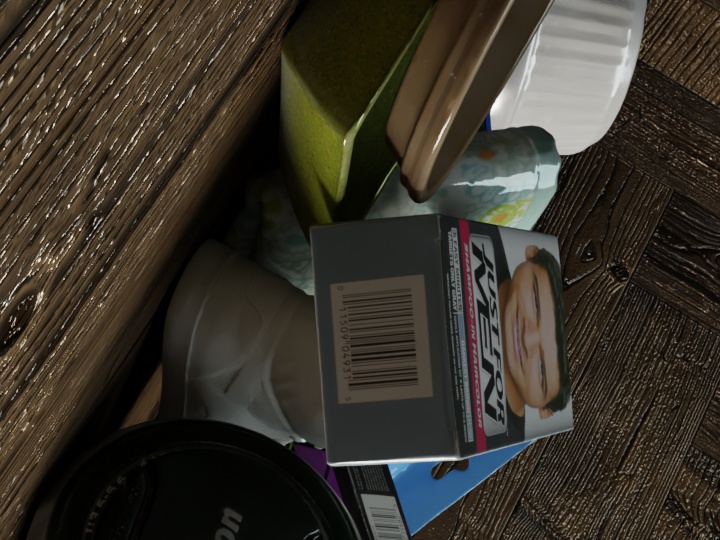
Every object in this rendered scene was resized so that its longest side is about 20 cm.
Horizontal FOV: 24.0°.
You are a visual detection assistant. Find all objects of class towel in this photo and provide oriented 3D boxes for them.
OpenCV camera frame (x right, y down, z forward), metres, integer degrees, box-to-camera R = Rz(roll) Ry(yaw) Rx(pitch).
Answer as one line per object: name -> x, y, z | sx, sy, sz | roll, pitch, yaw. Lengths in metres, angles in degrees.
towel -> 0.000, 0.000, 0.910 | 0.170, 0.048, 0.200 | -15, 154, -28

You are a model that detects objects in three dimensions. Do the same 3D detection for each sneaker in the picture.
sneaker -> -0.036, 0.075, 0.840 | 0.200, 0.115, 0.074 | 98, 17, -57

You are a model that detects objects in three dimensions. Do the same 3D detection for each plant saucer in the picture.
plant saucer -> 0.020, -0.115, 0.734 | 0.201, 0.048, 0.200 | -59, 175, -15
plant saucer -> 0.063, -0.120, 0.698 | 0.201, 0.029, 0.200 | -60, 176, -7

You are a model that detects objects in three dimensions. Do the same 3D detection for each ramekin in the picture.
ramekin -> 0.125, -0.171, 1.152 | 0.202, 0.094, 0.204 | -172, -90, -80

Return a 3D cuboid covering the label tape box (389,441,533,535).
label tape box -> 0.029, 0.062, 1.177 | 0.144, 0.200, 0.063 | -35, 172, -18

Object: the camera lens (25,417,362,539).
camera lens -> -0.092, 0.176, 0.807 | 0.160, 0.159, 0.200 | -58, 179, -39

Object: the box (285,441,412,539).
box -> -0.051, 0.161, 0.946 | 0.200, 0.036, 0.144 | -48, -133, 35

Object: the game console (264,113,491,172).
game console -> 0.015, -0.085, 0.972 | 0.200, 0.117, 0.172 | 75, 12, -63

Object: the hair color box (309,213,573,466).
hair color box -> 0.043, 0.031, 0.769 | 0.200, 0.060, 0.100 | 4, 81, -70
